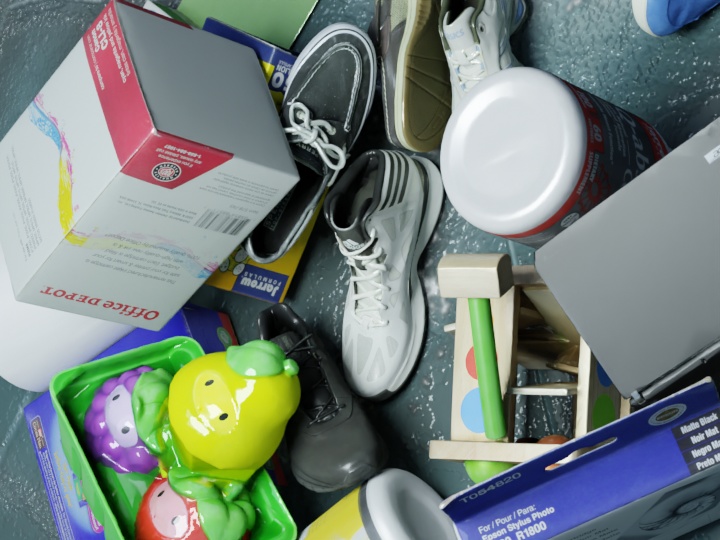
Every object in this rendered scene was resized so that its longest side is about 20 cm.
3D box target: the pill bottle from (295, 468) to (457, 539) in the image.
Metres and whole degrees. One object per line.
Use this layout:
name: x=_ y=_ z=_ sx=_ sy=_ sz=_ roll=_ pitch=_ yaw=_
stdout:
pill bottle: x=-0.017 y=0.251 z=1.500 sx=0.200 sy=0.112 sz=0.113 roll=-41 pitch=61 yaw=23

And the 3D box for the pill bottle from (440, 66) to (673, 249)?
pill bottle: x=0.155 y=-0.066 z=1.377 sx=0.115 sy=0.199 sz=0.117 roll=-8 pitch=76 yaw=35

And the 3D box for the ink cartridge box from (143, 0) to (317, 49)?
ink cartridge box: x=-0.134 y=-0.200 z=1.705 sx=0.145 sy=0.048 sz=0.201 roll=40 pitch=108 yaw=34

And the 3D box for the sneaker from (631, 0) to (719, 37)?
sneaker: x=0.287 y=-0.236 z=1.389 sx=0.200 sy=0.077 sz=0.111 roll=-51 pitch=48 yaw=10

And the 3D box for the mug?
mug: x=-0.248 y=-0.007 z=1.684 sx=0.152 sy=0.149 sz=0.188 roll=-25 pitch=67 yaw=33

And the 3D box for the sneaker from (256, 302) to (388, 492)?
sneaker: x=-0.042 y=0.098 z=1.517 sx=0.076 sy=0.091 sz=0.200 roll=-27 pitch=35 yaw=-9

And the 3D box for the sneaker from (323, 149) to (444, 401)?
sneaker: x=0.000 y=0.000 z=1.530 sx=0.075 sy=0.115 sz=0.202 roll=8 pitch=87 yaw=34

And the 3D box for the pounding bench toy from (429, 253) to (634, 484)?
pounding bench toy: x=0.115 y=0.078 z=1.383 sx=0.123 sy=0.199 sz=0.158 roll=-1 pitch=80 yaw=35

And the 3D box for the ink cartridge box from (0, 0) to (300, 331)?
ink cartridge box: x=-0.174 y=-0.076 z=1.494 sx=0.200 sy=0.145 sz=0.145 roll=-45 pitch=49 yaw=29

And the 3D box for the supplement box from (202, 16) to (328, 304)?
supplement box: x=-0.096 y=-0.090 z=1.608 sx=0.109 sy=0.108 sz=0.201 roll=30 pitch=100 yaw=48

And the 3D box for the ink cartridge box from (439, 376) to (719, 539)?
ink cartridge box: x=0.166 y=0.156 z=1.298 sx=0.198 sy=0.200 sz=0.041 roll=-26 pitch=65 yaw=7

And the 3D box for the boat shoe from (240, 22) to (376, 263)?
boat shoe: x=-0.043 y=-0.099 z=1.516 sx=0.073 sy=0.068 sz=0.200 roll=29 pitch=95 yaw=-8

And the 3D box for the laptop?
laptop: x=0.251 y=0.016 z=1.314 sx=0.177 sy=0.199 sz=0.104 roll=-37 pitch=48 yaw=25

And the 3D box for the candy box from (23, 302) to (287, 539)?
candy box: x=-0.179 y=0.149 z=1.657 sx=0.199 sy=0.077 sz=0.170 roll=-33 pitch=64 yaw=28

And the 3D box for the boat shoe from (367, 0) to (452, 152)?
boat shoe: x=0.039 y=-0.190 z=1.568 sx=0.066 sy=0.072 sz=0.203 roll=-7 pitch=73 yaw=40

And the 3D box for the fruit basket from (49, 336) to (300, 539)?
fruit basket: x=-0.132 y=0.136 z=1.481 sx=0.215 sy=0.155 sz=0.217 roll=35 pitch=133 yaw=48

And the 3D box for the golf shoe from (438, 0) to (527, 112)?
golf shoe: x=0.088 y=-0.161 z=1.508 sx=0.078 sy=0.097 sz=0.202 roll=-12 pitch=77 yaw=31
